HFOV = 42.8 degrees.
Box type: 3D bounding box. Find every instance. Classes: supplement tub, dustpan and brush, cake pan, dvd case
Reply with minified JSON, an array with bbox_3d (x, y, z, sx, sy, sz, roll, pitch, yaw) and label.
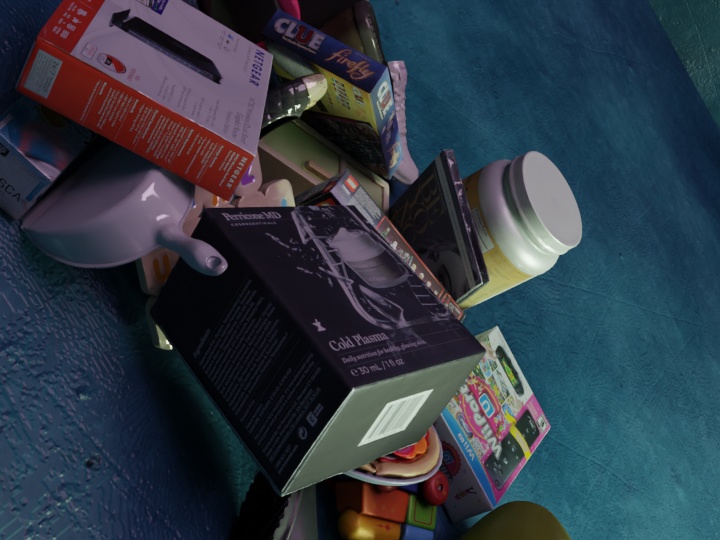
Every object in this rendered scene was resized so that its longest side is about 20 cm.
[{"bbox_3d":[0.155,-0.045,1.127,0.144,0.199,0.147,29,46,-36],"label":"supplement tub"},{"bbox_3d":[-0.167,-0.041,0.715,0.140,0.199,0.058,-46,127,-18],"label":"dustpan and brush"},{"bbox_3d":[-0.079,-0.298,0.996,0.199,0.200,0.037,25,38,-39],"label":"cake pan"},{"bbox_3d":[0.067,-0.017,1.009,0.016,0.200,0.151,-3,68,-27],"label":"dvd case"}]

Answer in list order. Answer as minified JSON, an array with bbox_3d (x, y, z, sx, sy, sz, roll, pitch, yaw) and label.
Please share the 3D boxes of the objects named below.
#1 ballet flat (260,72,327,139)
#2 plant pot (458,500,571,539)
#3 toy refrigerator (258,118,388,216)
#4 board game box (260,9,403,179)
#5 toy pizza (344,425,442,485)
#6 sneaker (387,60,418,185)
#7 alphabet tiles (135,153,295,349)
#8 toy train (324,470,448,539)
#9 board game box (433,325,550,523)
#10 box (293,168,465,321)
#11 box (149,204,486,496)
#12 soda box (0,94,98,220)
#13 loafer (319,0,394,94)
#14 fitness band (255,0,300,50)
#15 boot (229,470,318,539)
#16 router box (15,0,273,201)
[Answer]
[{"bbox_3d":[-0.109,-0.121,0.888,0.057,0.199,0.066,51,-5,3],"label":"ballet flat"},{"bbox_3d":[0.158,0.324,0.935,0.189,0.185,0.200,58,21,-5],"label":"plant pot"},{"bbox_3d":[-0.055,-0.103,1.015,0.199,0.069,0.077,33,44,-35],"label":"toy refrigerator"},{"bbox_3d":[-0.024,-0.182,0.983,0.134,0.200,0.035,31,78,15],"label":"board game box"},{"bbox_3d":[-0.006,0.127,0.875,0.197,0.032,0.201,24,20,-9],"label":"toy pizza"},{"bbox_3d":[0.029,-0.204,1.154,0.202,0.099,0.075,60,16,-5],"label":"sneaker"},{"bbox_3d":[-0.123,-0.011,0.843,0.199,0.014,0.199,-32,120,-48],"label":"alphabet tiles"},{"bbox_3d":[-0.005,0.233,0.862,0.198,0.084,0.118,26,62,-40],"label":"toy train"},{"bbox_3d":[0.136,0.175,1.080,0.199,0.064,0.149,-32,94,-53],"label":"board game box"},{"bbox_3d":[0.000,0.000,0.956,0.201,0.136,0.040,49,53,-17],"label":"box"},{"bbox_3d":[-0.034,0.054,0.777,0.197,0.125,0.199,46,29,25],"label":"box"},{"bbox_3d":[-0.252,-0.135,0.788,0.064,0.068,0.201,43,39,-18],"label":"soda box"},{"bbox_3d":[-0.002,-0.219,1.050,0.201,0.070,0.074,71,12,-50],"label":"loafer"},{"bbox_3d":[-0.153,-0.275,0.937,0.198,0.143,0.038,23,44,-34],"label":"fitness band"},{"bbox_3d":[-0.034,0.276,0.788,0.167,0.076,0.203,34,51,-28],"label":"boot"},{"bbox_3d":[-0.166,-0.166,0.760,0.178,0.049,0.201,27,31,-19],"label":"router box"}]
